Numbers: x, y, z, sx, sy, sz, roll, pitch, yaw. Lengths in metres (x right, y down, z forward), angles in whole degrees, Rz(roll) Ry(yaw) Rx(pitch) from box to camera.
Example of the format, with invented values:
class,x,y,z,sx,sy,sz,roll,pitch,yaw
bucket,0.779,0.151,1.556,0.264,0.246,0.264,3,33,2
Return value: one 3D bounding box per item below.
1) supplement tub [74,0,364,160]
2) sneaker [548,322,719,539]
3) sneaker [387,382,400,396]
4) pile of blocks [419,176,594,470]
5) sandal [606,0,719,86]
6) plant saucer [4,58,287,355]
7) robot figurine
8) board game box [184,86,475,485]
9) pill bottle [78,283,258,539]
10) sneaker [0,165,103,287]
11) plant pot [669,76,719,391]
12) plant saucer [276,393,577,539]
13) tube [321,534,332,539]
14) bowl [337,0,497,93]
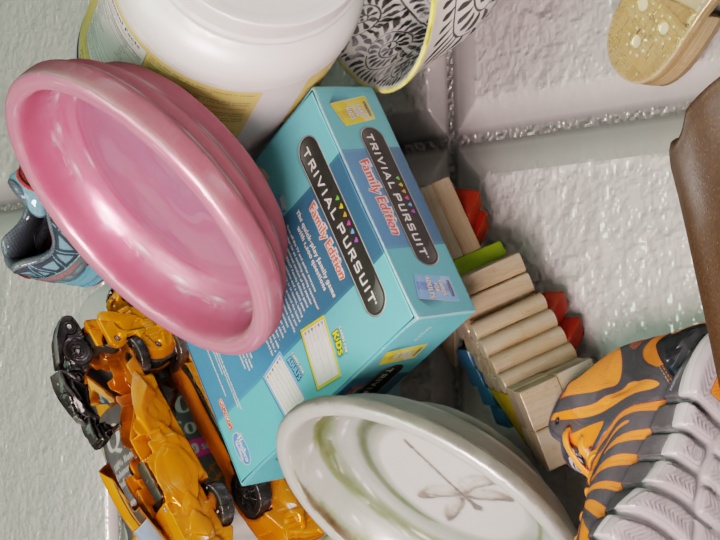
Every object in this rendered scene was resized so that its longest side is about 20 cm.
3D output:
class,x,y,z,sx,sy,sz,roll,pitch,yaw
supplement tub,-0.080,-0.150,1.079,0.200,0.145,0.146,131,129,-64
sneaker,0.134,0.118,0.956,0.112,0.078,0.200,-10,44,59
sneaker,0.000,0.000,1.162,0.082,0.074,0.201,-26,71,52
pile of blocks,0.084,0.027,1.076,0.200,0.062,0.082,60,165,30
sandal,0.168,-0.187,0.951,0.078,0.069,0.212,50,127,39
plant saucer,-0.113,-0.042,1.061,0.200,0.051,0.201,34,152,21
robot figurine,-0.112,0.099,1.175,0.200,0.145,0.058,59,140,20
board game box,-0.032,0.012,1.105,0.200,0.047,0.151,-45,60,43
pill bottle,-0.121,0.105,1.282,0.116,0.116,0.200,-45,56,42
sneaker,-0.211,-0.068,1.414,0.079,0.095,0.200,48,126,40
plant pot,0.227,0.011,0.790,0.200,0.200,0.199,-41,51,44
plant saucer,0.048,0.126,1.059,0.200,0.200,0.050,-12,37,51
tube,-0.036,0.230,1.232,0.058,0.052,0.200,38,126,-4
bowl,0.037,-0.208,1.080,0.201,0.094,0.201,167,90,-69
